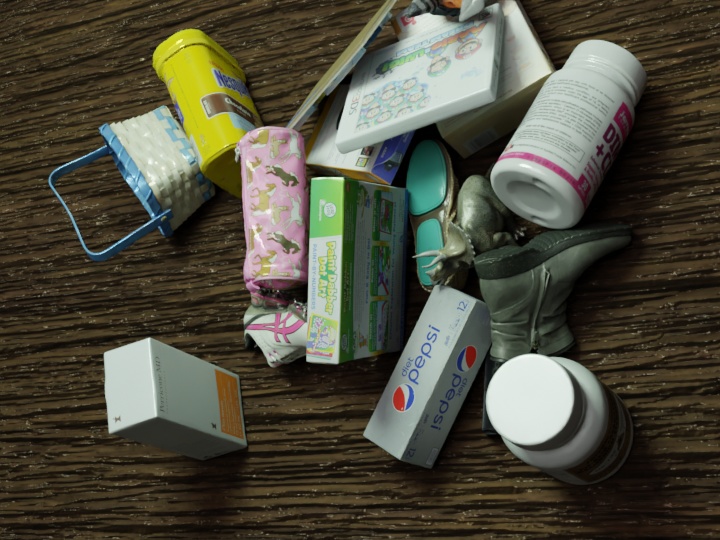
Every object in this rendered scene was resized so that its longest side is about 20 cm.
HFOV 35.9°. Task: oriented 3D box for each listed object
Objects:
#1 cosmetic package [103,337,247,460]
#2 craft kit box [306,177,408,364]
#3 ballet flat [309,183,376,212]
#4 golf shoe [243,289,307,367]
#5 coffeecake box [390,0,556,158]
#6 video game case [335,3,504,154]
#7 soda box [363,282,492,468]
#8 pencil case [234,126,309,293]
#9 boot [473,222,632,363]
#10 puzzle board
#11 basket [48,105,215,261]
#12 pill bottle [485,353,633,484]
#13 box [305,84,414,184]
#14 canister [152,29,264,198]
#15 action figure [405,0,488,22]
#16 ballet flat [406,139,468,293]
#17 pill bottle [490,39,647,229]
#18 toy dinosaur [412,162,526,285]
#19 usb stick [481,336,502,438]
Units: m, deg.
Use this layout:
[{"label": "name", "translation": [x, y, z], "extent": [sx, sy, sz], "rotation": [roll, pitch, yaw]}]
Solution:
[{"label": "cosmetic package", "translation": [-0.223, 0.161, 1.357], "extent": [0.071, 0.200, 0.102], "rotation": [-19, 65, 20]}, {"label": "craft kit box", "translation": [0.000, 0.000, 1.270], "extent": [0.048, 0.197, 0.201], "rotation": [2, 90, 20]}, {"label": "ballet flat", "translation": [-0.027, -0.079, 1.422], "extent": [0.199, 0.071, 0.071], "rotation": [-20, 64, 22]}, {"label": "golf shoe", "translation": [-0.079, 0.081, 1.372], "extent": [0.200, 0.072, 0.092], "rotation": [17, 94, 55]}, {"label": "coffeecake box", "translation": [0.146, -0.268, 1.392], "extent": [0.153, 0.073, 0.201], "rotation": [-30, 62, 17]}, {"label": "video game case", "translation": [0.072, -0.228, 1.315], "extent": [0.199, 0.024, 0.182], "rotation": [-16, 38, 25]}, {"label": "soda box", "translation": [0.084, 0.120, 1.276], "extent": [0.068, 0.063, 0.201], "rotation": [26, 92, 45]}, {"label": "pencil case", "translation": [-0.107, -0.074, 1.375], "extent": [0.086, 0.083, 0.201], "rotation": [-6, 84, 14]}, {"label": "boot", "translation": [0.222, 0.025, 1.250], "extent": [0.199, 0.068, 0.131], "rotation": [-17, 102, -17]}, {"label": "puzzle board", "translation": [-0.026, -0.256, 1.415], "extent": [0.200, 0.017, 0.151], "rotation": [-43, 13, 42]}, {"label": "basket", "translation": [-0.312, -0.117, 1.527], "extent": [0.199, 0.139, 0.177], "rotation": [-27, 58, -13]}, {"label": "pill bottle", "translation": [0.203, 0.151, 1.140], "extent": [0.114, 0.200, 0.115], "rotation": [-9, 69, 24]}, {"label": "box", "translation": [0.008, -0.175, 1.407], "extent": [0.200, 0.041, 0.119], "rotation": [17, 81, 54]}, {"label": "canister", "translation": [-0.190, -0.208, 1.504], "extent": [0.086, 0.148, 0.200], "rotation": [-32, 63, 14]}, {"label": "action figure", "translation": [0.076, -0.350, 1.311], "extent": [0.200, 0.193, 0.105], "rotation": [31, 103, 3]}, {"label": "ballet flat", "translation": [0.096, -0.061, 1.351], "extent": [0.070, 0.065, 0.201], "rotation": [-15, 65, 35]}, {"label": "pill bottle", "translation": [0.241, -0.157, 1.262], "extent": [0.113, 0.113, 0.200], "rotation": [20, 67, 31]}, {"label": "toy dinosaur", "translation": [0.143, -0.062, 1.289], "extent": [0.077, 0.102, 0.201], "rotation": [-10, 50, 44]}, {"label": "usb stick", "translation": [0.169, 0.094, 1.277], "extent": [0.055, 0.033, 0.201], "rotation": [-7, 69, 35]}]
